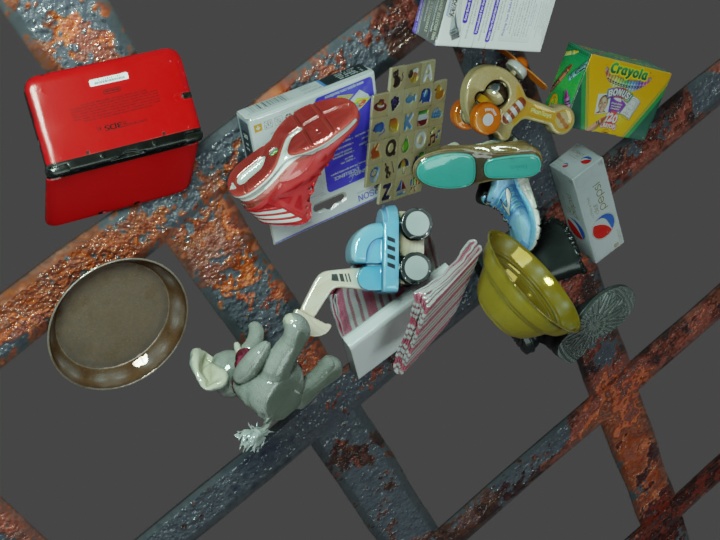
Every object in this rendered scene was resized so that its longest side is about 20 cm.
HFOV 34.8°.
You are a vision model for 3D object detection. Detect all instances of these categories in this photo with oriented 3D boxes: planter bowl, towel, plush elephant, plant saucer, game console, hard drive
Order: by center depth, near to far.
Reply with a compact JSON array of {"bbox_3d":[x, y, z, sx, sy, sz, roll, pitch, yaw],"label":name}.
[{"bbox_3d":[-0.310,-0.165,1.426,0.198,0.118,0.174,-18,96,-26],"label":"game console"},{"bbox_3d":[-0.329,0.067,1.546,0.199,0.034,0.202,-19,127,-26],"label":"plant saucer"},{"bbox_3d":[-0.149,0.145,1.656,0.201,0.154,0.165,-54,143,-5],"label":"plush elephant"},{"bbox_3d":[0.111,0.055,1.711,0.146,0.030,0.201,-44,162,-34],"label":"towel"},{"bbox_3d":[0.236,0.041,1.737,0.199,0.201,0.083,25,120,-42],"label":"planter bowl"},{"bbox_3d":[0.045,0.031,1.795,0.199,0.030,0.147,-33,132,-15],"label":"towel"},{"bbox_3d":[0.063,0.080,1.796,0.199,0.026,0.132,-35,154,-11],"label":"hard drive"}]

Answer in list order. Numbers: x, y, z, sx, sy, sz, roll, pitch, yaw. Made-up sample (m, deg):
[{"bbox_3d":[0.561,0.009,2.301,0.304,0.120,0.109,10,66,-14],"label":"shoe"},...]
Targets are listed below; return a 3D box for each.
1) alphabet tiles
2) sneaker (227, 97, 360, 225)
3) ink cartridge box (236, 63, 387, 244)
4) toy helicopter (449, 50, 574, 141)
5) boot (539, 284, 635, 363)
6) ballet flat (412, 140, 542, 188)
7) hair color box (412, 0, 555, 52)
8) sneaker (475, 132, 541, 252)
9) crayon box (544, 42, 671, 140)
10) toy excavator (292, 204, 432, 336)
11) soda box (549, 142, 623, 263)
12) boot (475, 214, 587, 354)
[{"bbox_3d":[0.065,-0.198,1.645,0.166,0.006,0.202,-21,125,-44],"label":"alphabet tiles"},{"bbox_3d":[-0.073,-0.139,1.529,0.199,0.079,0.116,-32,141,3],"label":"sneaker"},{"bbox_3d":[-0.061,-0.161,1.589,0.197,0.043,0.202,-25,128,-21],"label":"ink cartridge box"},{"bbox_3d":[0.237,-0.255,1.708,0.198,0.079,0.134,13,97,-26],"label":"toy helicopter"},{"bbox_3d":[0.341,0.057,1.906,0.164,0.200,0.066,-38,114,-5],"label":"boot"},{"bbox_3d":[0.171,-0.167,1.713,0.198,0.073,0.068,-8,125,-5],"label":"ballet flat"},{"bbox_3d":[0.179,-0.373,1.617,0.198,0.065,0.110,-5,120,-36],"label":"hair color box"},{"bbox_3d":[0.222,-0.115,1.804,0.089,0.078,0.202,-20,111,-7],"label":"sneaker"},{"bbox_3d":[0.394,-0.283,1.830,0.198,0.058,0.120,3,115,-37],"label":"crayon box"},{"bbox_3d":[0.000,0.000,1.691,0.197,0.100,0.197,1,88,-7],"label":"toy excavator"},{"bbox_3d":[0.381,-0.111,1.926,0.068,0.064,0.201,-36,131,-11],"label":"soda box"},{"bbox_3d":[0.290,0.018,1.856,0.161,0.200,0.074,-23,156,-8],"label":"boot"}]
